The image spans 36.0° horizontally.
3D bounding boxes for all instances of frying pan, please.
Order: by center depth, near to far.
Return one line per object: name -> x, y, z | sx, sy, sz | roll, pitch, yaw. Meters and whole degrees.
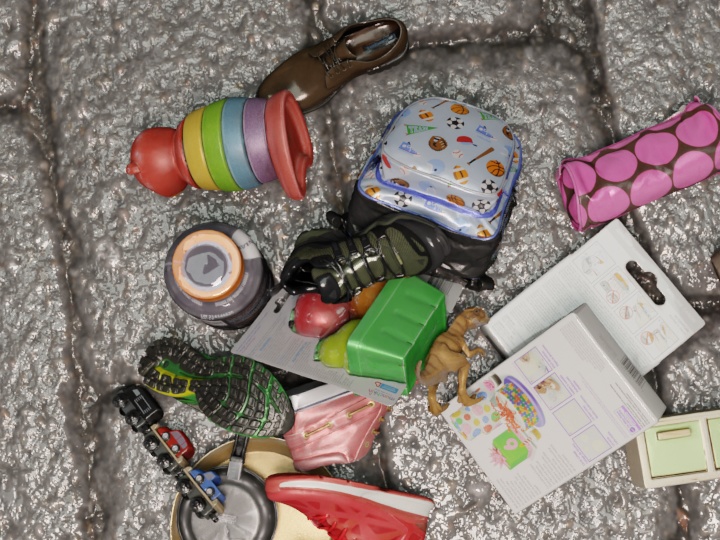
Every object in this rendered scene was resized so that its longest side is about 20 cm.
frying pan -> -0.130, 0.244, 1.237 | 0.115, 0.031, 0.190 | 32, 87, 4

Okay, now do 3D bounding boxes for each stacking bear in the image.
stacking bear -> -0.168, -0.136, 1.273 | 0.199, 0.122, 0.114 | -9, 123, 11

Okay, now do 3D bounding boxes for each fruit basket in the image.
fruit basket -> -0.012, 0.059, 1.218 | 0.199, 0.094, 0.185 | 10, 45, 28

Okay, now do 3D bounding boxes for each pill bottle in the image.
pill bottle -> -0.153, 0.006, 1.206 | 0.106, 0.200, 0.107 | 0, 83, 0

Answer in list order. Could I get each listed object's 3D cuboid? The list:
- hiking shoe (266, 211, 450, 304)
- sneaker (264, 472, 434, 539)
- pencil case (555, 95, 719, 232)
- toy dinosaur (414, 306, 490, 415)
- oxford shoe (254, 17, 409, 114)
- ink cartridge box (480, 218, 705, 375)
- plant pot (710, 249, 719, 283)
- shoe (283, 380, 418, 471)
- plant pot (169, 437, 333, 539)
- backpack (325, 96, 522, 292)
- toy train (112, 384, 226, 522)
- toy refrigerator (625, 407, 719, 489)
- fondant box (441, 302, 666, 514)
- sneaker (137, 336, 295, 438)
hiking shoe -> 0.000, 0.000, 1.154 | 0.076, 0.199, 0.101 | 60, 42, -27
sneaker -> -0.015, 0.287, 1.202 | 0.199, 0.078, 0.116 | 14, 78, -19
pencil case -> 0.322, -0.122, 1.277 | 0.199, 0.091, 0.094 | -23, 83, 0
toy dinosaur -> 0.084, 0.101, 1.166 | 0.060, 0.200, 0.107 | -6, 109, 26
oxford shoe -> -0.037, -0.246, 1.298 | 0.200, 0.084, 0.073 | -30, 85, -2
ink cartridge box -> 0.264, 0.066, 1.273 | 0.200, 0.057, 0.163 | -38, 84, -8
plant pot -> 0.492, 0.002, 1.223 | 0.173, 0.200, 0.201 | -27, 83, 14
shoe -> 0.005, 0.156, 1.246 | 0.199, 0.071, 0.091 | -17, 94, -16
plant pot -> -0.115, 0.289, 1.257 | 0.199, 0.027, 0.201 | 0, 82, 0
backpack -> 0.090, -0.104, 1.229 | 0.199, 0.154, 0.191 | 24, 42, 2
toy train -> -0.209, 0.200, 1.236 | 0.046, 0.034, 0.200 | -37, 61, -13
toy refrigerator -> 0.404, 0.192, 1.243 | 0.199, 0.070, 0.076 | -8, 83, 0
fondant box -> 0.207, 0.151, 1.211 | 0.200, 0.058, 0.144 | -40, 83, 25
sneaker -> -0.147, 0.130, 1.221 | 0.200, 0.085, 0.078 | 22, 79, 33
